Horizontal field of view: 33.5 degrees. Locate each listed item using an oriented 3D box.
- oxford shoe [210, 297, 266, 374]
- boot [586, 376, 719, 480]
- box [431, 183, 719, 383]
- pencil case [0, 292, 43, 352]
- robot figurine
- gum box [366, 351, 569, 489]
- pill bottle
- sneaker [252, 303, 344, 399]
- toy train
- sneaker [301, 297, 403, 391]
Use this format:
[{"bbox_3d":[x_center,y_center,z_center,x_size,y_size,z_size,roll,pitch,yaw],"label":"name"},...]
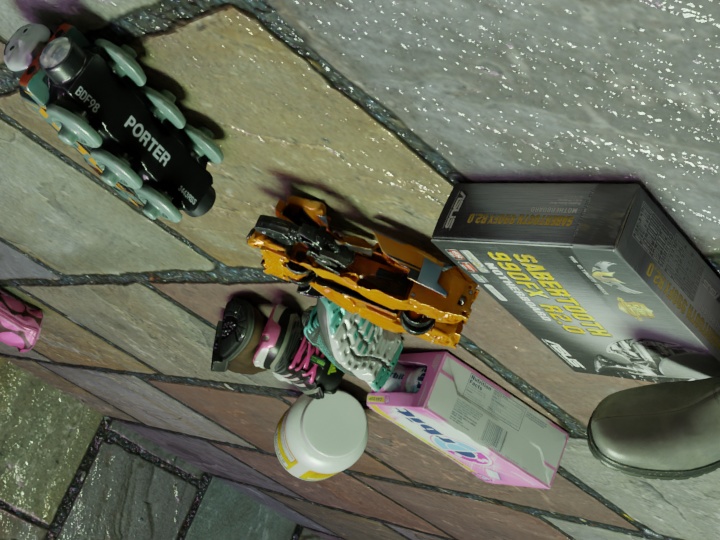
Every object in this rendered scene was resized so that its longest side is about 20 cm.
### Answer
[{"bbox_3d":[-0.126,0.079,1.406,0.083,0.074,0.200,10,166,-9],"label":"oxford shoe"},{"bbox_3d":[0.243,0.066,0.749,0.196,0.069,0.132,-3,140,2],"label":"boot"},{"bbox_3d":[0.167,0.014,0.825,0.157,0.049,0.199,6,154,48],"label":"box"},{"bbox_3d":[-0.614,0.061,1.978,0.093,0.092,0.199,-12,143,45],"label":"pencil case"},{"bbox_3d":[0.000,0.000,1.000,0.197,0.059,0.145,23,162,5],"label":"robot figurine"},{"bbox_3d":[0.110,0.158,1.278,0.199,0.067,0.113,35,159,-25],"label":"gum box"},{"bbox_3d":[-0.050,0.215,1.589,0.111,0.114,0.200,26,163,-3],"label":"pill bottle"},{"bbox_3d":[-0.061,0.096,1.335,0.086,0.075,0.200,21,167,13],"label":"sneaker"},{"bbox_3d":[-0.189,-0.111,0.917,0.113,0.086,0.200,24,165,39],"label":"toy train"},{"bbox_3d":[-0.023,0.057,1.175,0.090,0.078,0.201,22,161,21],"label":"sneaker"}]
